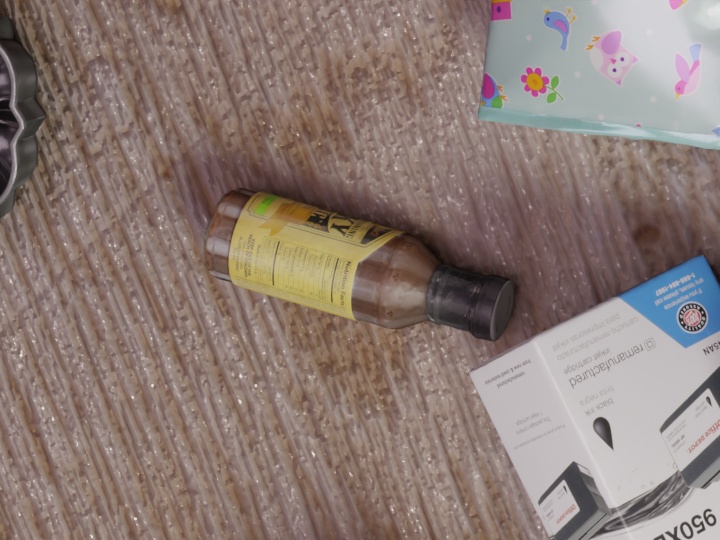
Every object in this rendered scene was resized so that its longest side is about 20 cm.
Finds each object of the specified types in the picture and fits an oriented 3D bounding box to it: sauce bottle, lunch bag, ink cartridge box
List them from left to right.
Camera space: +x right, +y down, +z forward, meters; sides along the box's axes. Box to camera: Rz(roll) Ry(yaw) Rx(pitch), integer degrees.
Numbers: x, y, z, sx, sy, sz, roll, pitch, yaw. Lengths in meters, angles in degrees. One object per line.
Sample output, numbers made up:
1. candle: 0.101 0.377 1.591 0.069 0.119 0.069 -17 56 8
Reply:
1. sauce bottle: 0.000 0.000 1.791 0.199 0.065 0.065 16 105 18
2. ink cartridge box: 0.179 0.114 1.679 0.084 0.144 0.201 -32 84 58
3. lunch bag: 0.182 -0.161 1.658 0.199 0.122 0.172 9 101 27

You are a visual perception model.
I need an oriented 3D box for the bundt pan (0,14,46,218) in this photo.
1. bundt pan: -0.296 -0.106 1.887 0.201 0.076 0.203 4 100 22
